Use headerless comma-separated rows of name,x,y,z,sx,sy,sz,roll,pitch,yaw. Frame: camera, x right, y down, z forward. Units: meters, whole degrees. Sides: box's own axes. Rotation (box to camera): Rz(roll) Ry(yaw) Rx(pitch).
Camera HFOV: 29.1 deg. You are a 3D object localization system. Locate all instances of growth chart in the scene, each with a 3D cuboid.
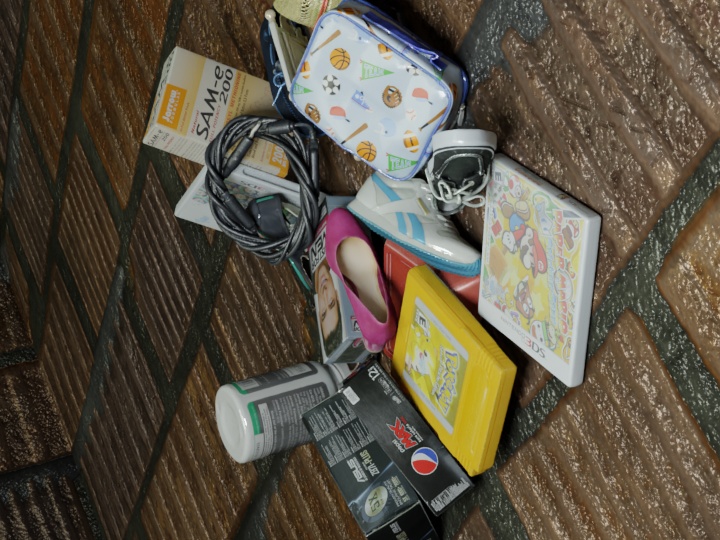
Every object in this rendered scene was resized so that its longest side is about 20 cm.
growth chart,-0.056,-0.238,1.753,0.018,0.200,0.146,-24,62,19

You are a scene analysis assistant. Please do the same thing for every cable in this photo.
cable,-0.132,-0.105,1.860,0.051,0.161,0.203,-56,-33,-74

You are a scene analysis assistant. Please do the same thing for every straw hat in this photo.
straw hat,-0.062,-0.340,1.697,0.201,0.084,0.204,-169,90,-77

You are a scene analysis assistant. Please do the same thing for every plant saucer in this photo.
plant saucer,0.082,0.062,1.741,0.199,0.036,0.203,38,133,52

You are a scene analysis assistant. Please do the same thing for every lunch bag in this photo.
lunch bag,0.025,-0.210,1.593,0.199,0.076,0.161,34,124,8

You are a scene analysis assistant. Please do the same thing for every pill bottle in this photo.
pill bottle,-0.097,0.194,1.973,0.113,0.198,0.115,37,133,52

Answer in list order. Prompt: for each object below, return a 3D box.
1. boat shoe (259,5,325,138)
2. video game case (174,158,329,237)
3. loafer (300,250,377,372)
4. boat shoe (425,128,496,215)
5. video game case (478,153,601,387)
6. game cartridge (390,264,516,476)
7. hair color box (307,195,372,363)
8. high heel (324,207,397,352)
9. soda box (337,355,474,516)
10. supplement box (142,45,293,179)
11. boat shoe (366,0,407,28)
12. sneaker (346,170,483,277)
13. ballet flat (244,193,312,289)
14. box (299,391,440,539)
boat shoe,-0.097,-0.272,1.884,0.202,0.083,0.069,62,161,23
video game case,-0.159,-0.093,2.001,0.200,0.180,0.024,141,144,-61
loafer,-0.036,0.056,1.930,0.073,0.070,0.202,-46,61,59
boat shoe,0.106,-0.104,1.520,0.199,0.072,0.069,132,139,-77
video game case,0.190,-0.002,1.510,0.182,0.023,0.203,40,136,50
game cartridge,0.106,0.121,1.647,0.200,0.032,0.178,51,144,42
hair color box,-0.022,0.013,1.850,0.099,0.060,0.203,130,135,-59
high heel,0.000,0.000,1.748,0.096,0.066,0.203,107,153,-68
soda box,0.055,0.205,1.727,0.201,0.063,0.071,52,179,-1
supplement box,-0.189,-0.212,1.931,0.073,0.198,0.128,-30,45,62
boat shoe,0.015,-0.232,1.689,0.093,0.074,0.203,-139,43,-61
sneaker,0.074,-0.060,1.650,0.199,0.081,0.076,33,177,32
ballet flat,-0.090,-0.043,1.970,0.073,0.073,0.200,47,178,44
box,0.015,0.281,1.850,0.201,0.085,0.164,58,175,32
